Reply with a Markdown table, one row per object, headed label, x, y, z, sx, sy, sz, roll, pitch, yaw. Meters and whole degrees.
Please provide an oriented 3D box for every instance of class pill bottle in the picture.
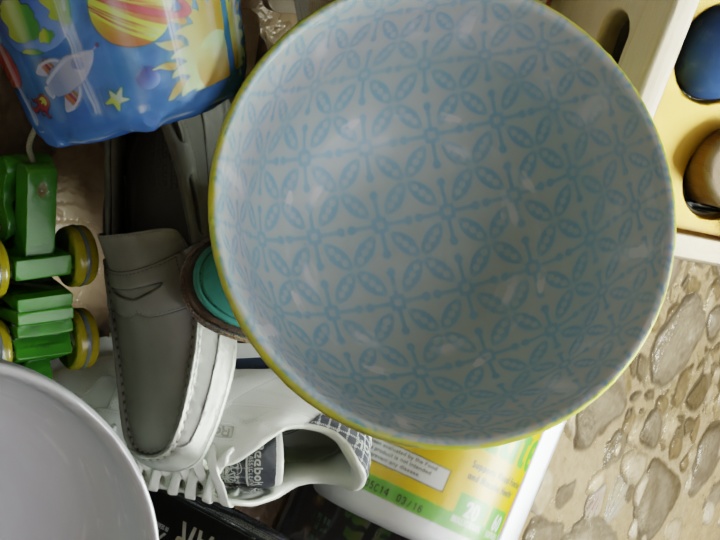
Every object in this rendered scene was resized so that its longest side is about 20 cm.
| label | x | y | z | sx | sy | sz | roll | pitch | yaw |
| --- | --- | --- | --- | --- | --- | --- | --- | --- | --- |
| pill bottle | 0.060 | 0.056 | 0.904 | 0.111 | 0.110 | 0.202 | 32 | 80 | -54 |

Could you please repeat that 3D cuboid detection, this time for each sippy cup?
| label | x | y | z | sx | sy | sz | roll | pitch | yaw |
| --- | --- | --- | --- | --- | --- | --- | --- | --- | --- |
| sippy cup | -0.108 | -0.127 | 0.662 | 0.139 | 0.177 | 0.132 | -24 | 110 | -26 |

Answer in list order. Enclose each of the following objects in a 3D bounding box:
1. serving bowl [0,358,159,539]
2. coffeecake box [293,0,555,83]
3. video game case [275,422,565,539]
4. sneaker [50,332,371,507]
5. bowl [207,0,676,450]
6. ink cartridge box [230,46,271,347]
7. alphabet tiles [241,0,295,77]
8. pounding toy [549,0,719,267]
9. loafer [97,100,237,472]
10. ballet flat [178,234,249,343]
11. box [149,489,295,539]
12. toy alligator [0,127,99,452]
| label | x | y | z | sx | sy | sz | roll | pitch | yaw |
| --- | --- | --- | --- | --- | --- | --- | --- | --- | --- |
| serving bowl | -0.196 | 0.130 | 0.735 | 0.198 | 0.066 | 0.203 | -4 | 104 | -16 |
| coffeecake box | 0.038 | -0.161 | 0.774 | 0.154 | 0.073 | 0.201 | -54 | 155 | -25 |
| video game case | 0.035 | 0.124 | 0.991 | 0.023 | 0.181 | 0.202 | 28 | 83 | -42 |
| sneaker | -0.092 | 0.084 | 0.821 | 0.197 | 0.081 | 0.077 | -4 | 132 | -11 |
| bowl | 0.028 | -0.017 | 0.698 | 0.201 | 0.199 | 0.108 | -60 | -177 | -14 |
| ink cartridge box | -0.035 | -0.004 | 0.917 | 0.147 | 0.085 | 0.201 | -48 | 137 | -28 |
| alphabet tiles | -0.078 | -0.201 | 0.827 | 0.195 | 0.014 | 0.203 | -7 | 111 | -52 |
| pounding toy | 0.193 | -0.065 | 0.838 | 0.182 | 0.142 | 0.202 | 9 | 110 | -30 |
| loafer | -0.101 | -0.004 | 0.772 | 0.070 | 0.069 | 0.203 | 15 | 69 | -56 |
| ballet flat | 0.000 | 0.000 | 0.786 | 0.198 | 0.067 | 0.069 | -9 | 85 | -22 |
| box | -0.054 | 0.169 | 0.875 | 0.160 | 0.199 | 0.044 | 36 | 78 | -55 |
| toy alligator | -0.165 | -0.014 | 0.769 | 0.059 | 0.054 | 0.203 | -8 | 104 | -36 |
